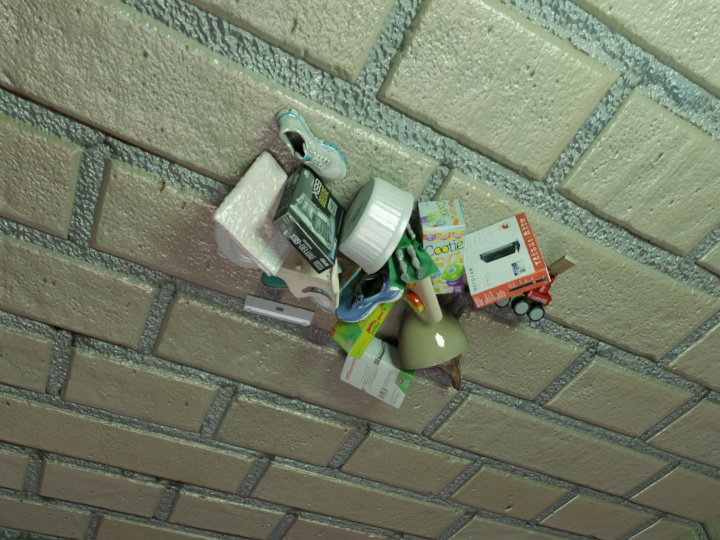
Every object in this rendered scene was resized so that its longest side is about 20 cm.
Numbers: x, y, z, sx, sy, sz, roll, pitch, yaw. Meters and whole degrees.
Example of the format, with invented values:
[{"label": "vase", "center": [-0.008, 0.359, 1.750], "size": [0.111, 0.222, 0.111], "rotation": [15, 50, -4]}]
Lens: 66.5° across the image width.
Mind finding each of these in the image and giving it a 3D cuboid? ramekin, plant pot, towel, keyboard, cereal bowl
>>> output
[{"label": "ramekin", "center": [0.027, -0.106, 1.230], "size": [0.096, 0.203, 0.202], "rotation": [27, 125, -15]}, {"label": "plant pot", "center": [0.181, 0.162, 1.481], "size": [0.195, 0.200, 0.139], "rotation": [-19, 94, 14]}, {"label": "towel", "center": [-0.204, -0.123, 1.208], "size": [0.032, 0.203, 0.192], "rotation": [-5, 135, 49]}, {"label": "keyboard", "center": [-0.226, 0.112, 1.527], "size": [0.194, 0.011, 0.057], "rotation": [15, 123, -14]}, {"label": "cereal bowl", "center": [-0.258, -0.080, 1.316], "size": [0.192, 0.085, 0.205], "rotation": [0, 131, 0]}]

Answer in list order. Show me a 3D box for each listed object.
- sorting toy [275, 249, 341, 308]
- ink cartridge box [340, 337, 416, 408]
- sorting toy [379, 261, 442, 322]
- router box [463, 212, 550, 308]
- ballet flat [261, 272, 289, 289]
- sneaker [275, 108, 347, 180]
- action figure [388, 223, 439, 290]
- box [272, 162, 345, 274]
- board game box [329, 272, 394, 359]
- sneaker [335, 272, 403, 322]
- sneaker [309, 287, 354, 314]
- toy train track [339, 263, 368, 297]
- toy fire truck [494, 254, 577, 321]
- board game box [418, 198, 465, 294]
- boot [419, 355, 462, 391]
[{"label": "sorting toy", "center": [-0.118, 0.018, 1.316], "size": [0.194, 0.108, 0.183], "rotation": [14, 141, 20]}, {"label": "ink cartridge box", "center": [0.054, 0.285, 1.590], "size": [0.195, 0.085, 0.149], "rotation": [25, 128, 6]}, {"label": "sorting toy", "center": [0.107, 0.029, 1.364], "size": [0.036, 0.198, 0.188], "rotation": [-38, 131, -18]}, {"label": "router box", "center": [0.333, -0.026, 1.297], "size": [0.175, 0.204, 0.049], "rotation": [-22, 130, 17]}, {"label": "ballet flat", "center": [-0.157, 0.015, 1.414], "size": [0.193, 0.070, 0.067], "rotation": [-10, 158, 9]}, {"label": "sneaker", "center": [-0.107, -0.249, 1.176], "size": [0.074, 0.088, 0.198], "rotation": [-38, 123, 26]}, {"label": "action figure", "center": [0.097, -0.058, 1.267], "size": [0.114, 0.204, 0.055], "rotation": [-18, 138, 2]}, {"label": "box", "center": [-0.107, -0.119, 1.202], "size": [0.049, 0.203, 0.158], "rotation": [-25, 122, 26]}, {"label": "board game box", "center": [0.011, 0.107, 1.393], "size": [0.047, 0.101, 0.203], "rotation": [29, 94, -42]}, {"label": "sneaker", "center": [0.007, 0.056, 1.322], "size": [0.198, 0.081, 0.088], "rotation": [-33, 140, 29]}, {"label": "sneaker", "center": [-0.050, 0.089, 1.477], "size": [0.079, 0.079, 0.198], "rotation": [-14, 141, 44]}, {"label": "toy train track", "center": [0.000, 0.000, 1.362], "size": [0.032, 0.116, 0.200], "rotation": [28, 118, -30]}, {"label": "toy fire truck", "center": [0.437, 0.015, 1.400], "size": [0.171, 0.130, 0.204], "rotation": [20, 116, -17]}, {"label": "board game box", "center": [0.195, -0.055, 1.334], "size": [0.099, 0.107, 0.205], "rotation": [-4, 130, 2]}, {"label": "boot", "center": [0.206, 0.294, 1.653], "size": [0.193, 0.065, 0.192], "rotation": [-8, 117, 1]}]
